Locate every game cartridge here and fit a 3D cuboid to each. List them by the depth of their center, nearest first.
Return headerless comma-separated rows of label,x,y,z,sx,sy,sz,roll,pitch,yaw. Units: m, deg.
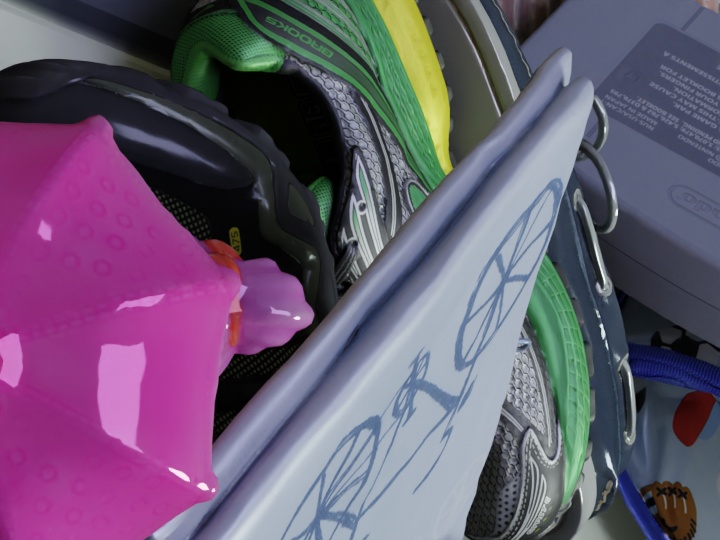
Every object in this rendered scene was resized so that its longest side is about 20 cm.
game cartridge,0.139,-0.025,0.887,0.133,0.199,0.041,-43,159,-50

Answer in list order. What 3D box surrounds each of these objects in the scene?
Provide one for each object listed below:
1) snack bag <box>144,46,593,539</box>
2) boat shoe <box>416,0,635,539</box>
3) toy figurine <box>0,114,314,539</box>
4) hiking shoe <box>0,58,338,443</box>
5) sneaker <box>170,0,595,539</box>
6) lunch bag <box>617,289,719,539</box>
snack bag,-0.007,0.066,0.638,0.189,0.021,0.200,-51,162,-38
boat shoe,0.048,-0.010,0.831,0.062,0.075,0.201,-38,114,-48
toy figurine,-0.082,0.021,0.526,0.199,0.184,0.151,-10,92,-41
hiking shoe,-0.045,0.034,0.696,0.200,0.075,0.101,55,40,-32
sneaker,0.000,0.000,0.770,0.085,0.078,0.201,-42,108,-49
lunch bag,0.181,0.049,0.945,0.200,0.124,0.170,42,43,-6
